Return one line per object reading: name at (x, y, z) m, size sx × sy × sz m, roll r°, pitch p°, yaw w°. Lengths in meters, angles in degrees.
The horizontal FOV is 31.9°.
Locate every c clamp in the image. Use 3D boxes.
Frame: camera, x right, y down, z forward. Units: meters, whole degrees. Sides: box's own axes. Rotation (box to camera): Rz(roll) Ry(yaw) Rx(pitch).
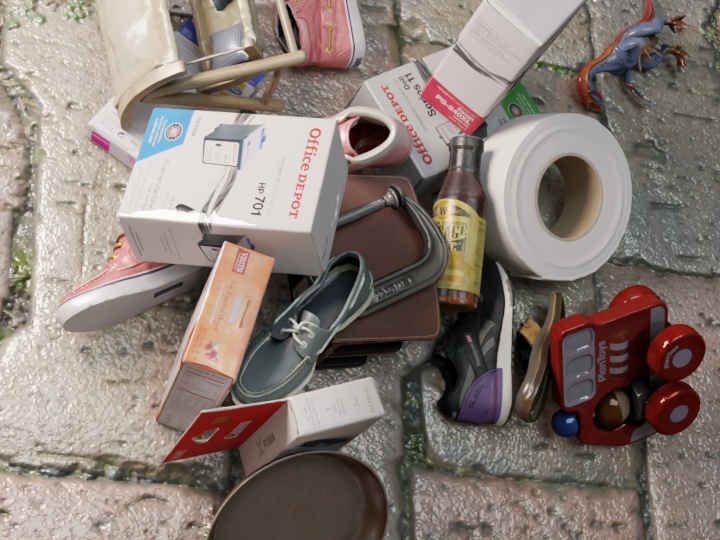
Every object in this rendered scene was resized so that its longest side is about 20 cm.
c clamp at (-0.003, -0.037, 1.358) m, size 0.200 × 0.027 × 0.171 m, roll -18°, pitch 76°, yaw -27°

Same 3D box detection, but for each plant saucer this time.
plant saucer at (-0.067, 0.260, 1.263) m, size 0.200 × 0.200 × 0.032 m, roll -8°, pitch 28°, yaw -23°

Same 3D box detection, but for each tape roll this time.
tape roll at (0.229, -0.088, 1.509) m, size 0.202 × 0.071 × 0.203 m, roll -4°, pitch 97°, yaw -32°

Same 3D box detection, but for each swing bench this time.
swing bench at (-0.188, -0.281, 1.404) m, size 0.200 × 0.130 × 0.199 m, roll -9°, pitch 70°, yaw -21°

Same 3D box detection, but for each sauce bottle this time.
sauce bottle at (0.111, -0.054, 1.440) m, size 0.066 × 0.066 × 0.200 m, roll 8°, pitch 77°, yaw -17°

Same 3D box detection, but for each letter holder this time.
letter holder at (0.000, 0.000, 1.418) m, size 0.142 × 0.101 × 0.200 m, roll -2°, pitch 69°, yaw -23°

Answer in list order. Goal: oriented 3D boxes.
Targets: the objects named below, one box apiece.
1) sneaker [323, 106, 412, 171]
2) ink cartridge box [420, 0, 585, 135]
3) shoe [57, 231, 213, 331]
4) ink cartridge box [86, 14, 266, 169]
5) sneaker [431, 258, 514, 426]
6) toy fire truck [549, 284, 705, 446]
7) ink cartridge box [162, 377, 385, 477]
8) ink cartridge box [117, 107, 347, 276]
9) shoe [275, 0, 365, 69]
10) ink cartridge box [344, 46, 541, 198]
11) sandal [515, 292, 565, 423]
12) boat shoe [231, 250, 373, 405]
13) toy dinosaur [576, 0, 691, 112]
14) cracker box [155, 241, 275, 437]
sneaker at (-0.044, -0.144, 1.421) m, size 0.200 × 0.105 × 0.075 m, roll -6°, pitch 85°, yaw 7°
ink cartridge box at (0.170, -0.267, 1.439) m, size 0.083 × 0.200 × 0.145 m, roll 42°, pitch 60°, yaw 1°
shoe at (-0.244, -0.009, 1.342) m, size 0.200 × 0.071 × 0.091 m, roll -23°, pitch 73°, yaw -29°
ink cartridge box at (-0.208, -0.193, 1.453) m, size 0.119 × 0.042 × 0.200 m, roll 36°, pitch 63°, yaw -1°
sneaker at (0.127, 0.076, 1.451) m, size 0.087 × 0.076 × 0.200 m, roll 6°, pitch 67°, yaw -12°
toy fire truck at (0.292, 0.120, 1.443) m, size 0.168 × 0.200 × 0.112 m, roll -17°, pitch 36°, yaw -15°
ink cartridge box at (-0.091, 0.169, 1.255) m, size 0.176 × 0.200 × 0.045 m, roll -10°, pitch 73°, yaw -23°
ink cartridge box at (-0.126, -0.082, 1.283) m, size 0.200 × 0.086 × 0.147 m, roll 4°, pitch 57°, yaw 11°
shoe at (-0.061, -0.343, 1.552) m, size 0.091 × 0.071 × 0.200 m, roll -6°, pitch 75°, yaw -29°
ink cartridge box at (0.103, -0.186, 1.543) m, size 0.200 × 0.083 × 0.147 m, roll -26°, pitch 79°, yaw -27°
sandal at (0.201, 0.096, 1.455) m, size 0.055 × 0.082 × 0.200 m, roll 8°, pitch 43°, yaw 20°
boat shoe at (-0.059, 0.056, 1.256) m, size 0.073 × 0.062 × 0.200 m, roll 34°, pitch 62°, yaw 20°
toy dinosaur at (0.358, -0.284, 1.707) m, size 0.181 × 0.105 × 0.200 m, roll -15°, pitch 37°, yaw -12°
cracker box at (-0.150, 0.074, 1.272) m, size 0.058 × 0.200 × 0.134 m, roll 21°, pitch 62°, yaw -8°
